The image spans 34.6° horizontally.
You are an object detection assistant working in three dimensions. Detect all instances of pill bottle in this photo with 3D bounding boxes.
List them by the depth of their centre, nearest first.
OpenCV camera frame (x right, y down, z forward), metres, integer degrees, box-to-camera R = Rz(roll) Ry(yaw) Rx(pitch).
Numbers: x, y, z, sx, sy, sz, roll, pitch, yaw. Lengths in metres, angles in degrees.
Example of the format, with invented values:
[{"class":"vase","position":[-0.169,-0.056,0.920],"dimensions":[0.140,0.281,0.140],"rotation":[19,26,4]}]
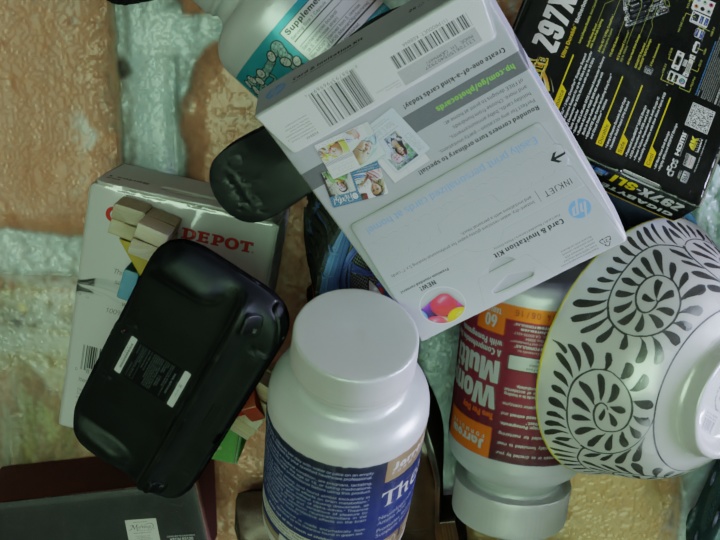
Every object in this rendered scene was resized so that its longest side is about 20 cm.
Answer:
[{"class":"pill bottle","position":[-0.011,0.112,0.801],"dimensions":[0.110,0.111,0.201],"rotation":[10,133,3]},{"class":"pill bottle","position":[-0.023,-0.150,0.817],"dimensions":[0.200,0.111,0.111],"rotation":[42,107,-6]},{"class":"pill bottle","position":[0.124,0.094,0.875],"dimensions":[0.109,0.110,0.201],"rotation":[7,107,4]}]

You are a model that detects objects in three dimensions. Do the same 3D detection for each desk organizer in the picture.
[{"class":"desk organizer","position":[-0.217,0.200,0.961],"dimensions":[0.198,0.077,0.072],"rotation":[-7,106,9]}]

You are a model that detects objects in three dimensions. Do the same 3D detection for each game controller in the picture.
[{"class":"game controller","position":[-0.128,0.072,0.792],"dimensions":[0.104,0.042,0.200],"rotation":[37,120,7]}]

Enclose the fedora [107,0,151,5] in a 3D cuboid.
[{"class":"fedora","position":[-0.147,-0.244,0.786],"dimensions":[0.200,0.201,0.092],"rotation":[-40,124,16]}]

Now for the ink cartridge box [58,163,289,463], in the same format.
[{"class":"ink cartridge box","position":[-0.143,0.031,0.898],"dimensions":[0.145,0.084,0.201],"rotation":[13,107,1]}]

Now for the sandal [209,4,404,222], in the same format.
[{"class":"sandal","position":[-0.016,-0.093,0.753],"dimensions":[0.200,0.043,0.076],"rotation":[-38,100,22]}]

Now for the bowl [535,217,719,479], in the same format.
[{"class":"bowl","position":[0.226,0.072,0.808],"dimensions":[0.200,0.094,0.202],"rotation":[-15,116,-32]}]

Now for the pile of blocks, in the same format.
[{"class":"pile of blocks","position":[-0.130,0.044,0.823],"dimensions":[0.082,0.062,0.201],"rotation":[-30,102,12]}]

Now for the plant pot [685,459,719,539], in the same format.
[{"class":"plant pot","position":[0.351,0.205,0.848],"dimensions":[0.199,0.196,0.197],"rotation":[21,108,10]}]

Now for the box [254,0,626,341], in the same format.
[{"class":"box","position":[0.054,-0.065,0.725],"dimensions":[0.155,0.041,0.200],"rotation":[-28,119,18]}]

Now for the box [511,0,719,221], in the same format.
[{"class":"box","position":[0.184,-0.157,0.781],"dimensions":[0.159,0.049,0.201],"rotation":[22,80,0]}]

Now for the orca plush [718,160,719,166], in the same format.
[{"class":"orca plush","position":[0.346,-0.118,0.808],"dimensions":[0.200,0.105,0.071],"rotation":[-38,131,13]}]

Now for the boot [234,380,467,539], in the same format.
[{"class":"boot","position":[-0.026,0.173,0.945],"dimensions":[0.199,0.064,0.188],"rotation":[-9,103,14]}]

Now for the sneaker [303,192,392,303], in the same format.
[{"class":"sneaker","position":[0.000,0.000,0.856],"dimensions":[0.078,0.076,0.201],"rotation":[-9,145,-7]}]

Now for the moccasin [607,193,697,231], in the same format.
[{"class":"moccasin","position":[0.154,-0.070,0.836],"dimensions":[0.200,0.081,0.068],"rotation":[39,103,-5]}]
